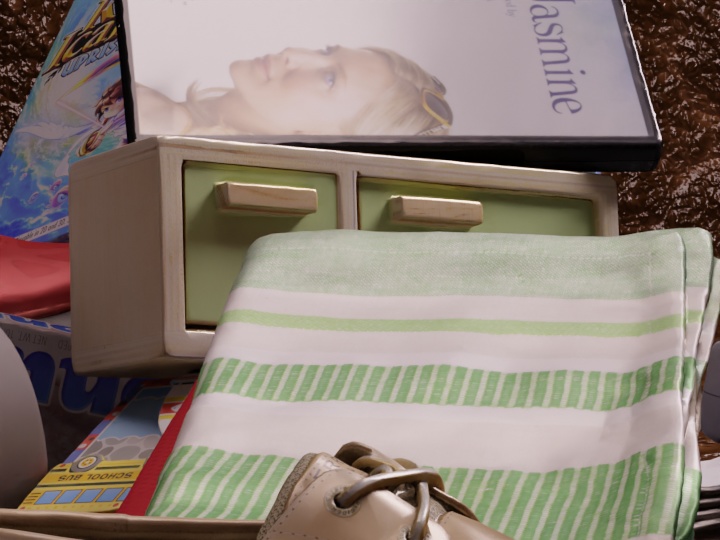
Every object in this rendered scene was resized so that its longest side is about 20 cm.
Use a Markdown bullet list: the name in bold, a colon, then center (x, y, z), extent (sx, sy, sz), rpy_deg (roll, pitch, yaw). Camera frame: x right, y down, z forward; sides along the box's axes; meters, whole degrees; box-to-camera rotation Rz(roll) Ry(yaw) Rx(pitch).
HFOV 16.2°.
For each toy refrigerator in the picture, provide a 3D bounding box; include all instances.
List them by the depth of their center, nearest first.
- **toy refrigerator**: center (0.000, 0.000, 0.903), extent (0.200, 0.076, 0.070), rpy_deg (4, -9, -35)

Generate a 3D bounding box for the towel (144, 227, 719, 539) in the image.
- **towel**: center (0.023, 0.039, 0.713), extent (0.152, 0.023, 0.200), rpy_deg (0, 29, 10)

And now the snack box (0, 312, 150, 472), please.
- **snack box**: center (-0.135, 0.051, 0.926), extent (0.199, 0.072, 0.024), rpy_deg (12, 6, -13)

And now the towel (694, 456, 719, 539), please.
- **towel**: center (0.064, 0.084, 0.903), extent (0.199, 0.024, 0.147), rpy_deg (-7, 0, 3)

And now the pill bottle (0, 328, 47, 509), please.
- **pill bottle**: center (-0.210, 0.071, 0.816), extent (0.200, 0.115, 0.114), rpy_deg (-7, 1, -34)

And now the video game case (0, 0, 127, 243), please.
- **video game case**: center (-0.071, -0.072, 1.068), extent (0.200, 0.045, 0.182), rpy_deg (-19, 37, 38)

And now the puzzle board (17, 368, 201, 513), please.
- **puzzle board**: center (-0.026, 0.066, 0.764), extent (0.200, 0.017, 0.151), rpy_deg (-6, 29, 33)

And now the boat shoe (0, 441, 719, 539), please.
- **boat shoe**: center (-0.003, 0.074, 0.588), extent (0.199, 0.065, 0.072), rpy_deg (-7, 1, 13)

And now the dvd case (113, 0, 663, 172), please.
- **dvd case**: center (0.006, -0.093, 0.970), extent (0.199, 0.143, 0.018), rpy_deg (0, -42, -11)

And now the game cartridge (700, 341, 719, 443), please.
- **game cartridge**: center (0.183, 0.049, 0.814), extent (0.133, 0.042, 0.200), rpy_deg (12, 0, -8)

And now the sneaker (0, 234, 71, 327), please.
- **sneaker**: center (-0.180, -0.018, 0.961), extent (0.200, 0.116, 0.078), rpy_deg (-11, 5, -22)

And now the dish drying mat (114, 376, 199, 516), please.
- **dish drying mat**: center (-0.028, 0.060, 0.737), extent (0.077, 0.018, 0.200), rpy_deg (-8, 24, 19)
